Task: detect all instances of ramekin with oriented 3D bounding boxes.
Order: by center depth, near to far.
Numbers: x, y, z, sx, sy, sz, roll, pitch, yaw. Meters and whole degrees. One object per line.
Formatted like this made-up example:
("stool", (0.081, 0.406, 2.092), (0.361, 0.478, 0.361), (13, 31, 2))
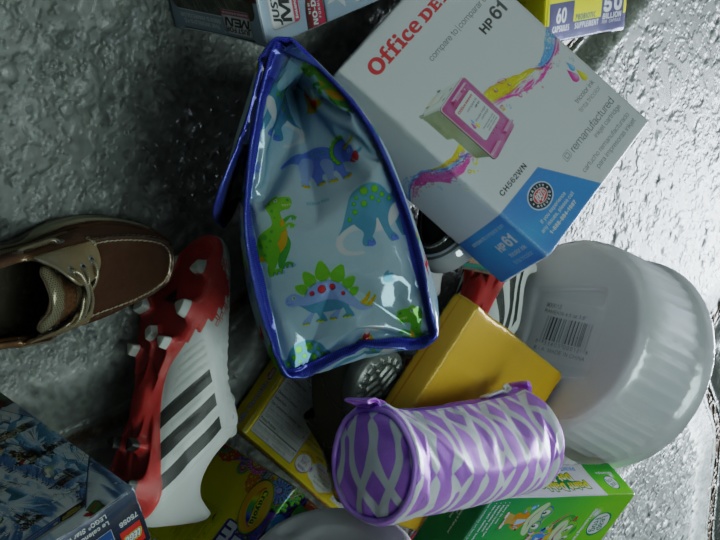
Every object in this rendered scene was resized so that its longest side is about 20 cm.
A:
("ramekin", (0.208, 0.070, 1.036), (0.097, 0.200, 0.201), (25, 87, -38))

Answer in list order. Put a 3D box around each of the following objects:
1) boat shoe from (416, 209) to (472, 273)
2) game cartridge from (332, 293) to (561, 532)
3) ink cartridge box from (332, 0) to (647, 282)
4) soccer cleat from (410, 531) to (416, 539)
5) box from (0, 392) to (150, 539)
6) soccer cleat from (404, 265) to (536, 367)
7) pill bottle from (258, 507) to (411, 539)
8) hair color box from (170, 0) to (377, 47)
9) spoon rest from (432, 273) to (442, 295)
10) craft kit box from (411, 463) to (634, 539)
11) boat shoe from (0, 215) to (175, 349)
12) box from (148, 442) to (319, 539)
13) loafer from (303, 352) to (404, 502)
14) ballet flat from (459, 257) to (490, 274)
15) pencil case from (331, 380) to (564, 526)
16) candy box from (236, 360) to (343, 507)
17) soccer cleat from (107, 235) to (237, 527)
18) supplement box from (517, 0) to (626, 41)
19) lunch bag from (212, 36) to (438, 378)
("boat shoe", (0.078, -0.090, 0.917), (0.057, 0.068, 0.201), (45, 51, -36))
("game cartridge", (0.073, 0.124, 0.908), (0.177, 0.032, 0.200), (-56, 145, -2))
("ink cartridge box", (0.086, -0.115, 0.844), (0.200, 0.085, 0.145), (40, 69, -3))
("soccer cleat", (0.044, 0.307, 1.065), (0.200, 0.067, 0.077), (-43, 161, -32))
("box", (-0.225, 0.130, 0.616), (0.137, 0.199, 0.040), (-32, 125, -32))
("soccer cleat", (0.099, 0.054, 0.996), (0.085, 0.068, 0.201), (44, 65, -47))
("pill bottle", (-0.015, 0.273, 0.767), (0.113, 0.113, 0.201), (-22, 121, -38))
("hair color box", (-0.023, -0.214, 0.762), (0.200, 0.099, 0.061), (-32, 126, -33))
("spoon rest", (0.000, 0.000, 0.895), (0.199, 0.060, 0.100), (0, 105, -46))
("craft kit box", (0.114, 0.251, 0.976), (0.197, 0.049, 0.201), (6, 121, -44))
("boat shoe", (-0.194, 0.014, 0.697), (0.199, 0.072, 0.076), (-16, 116, -41))
("box", (-0.099, 0.262, 0.851), (0.200, 0.122, 0.193), (-53, 136, -16))
("loafer", (-0.001, 0.121, 0.897), (0.075, 0.070, 0.201), (-34, 141, -31))
("ballet flat", (0.134, -0.076, 0.970), (0.068, 0.067, 0.201), (83, 32, -61))
("pencil case", (0.067, 0.125, 0.804), (0.199, 0.084, 0.086), (0, 90, -51))
("candy box", (-0.022, 0.135, 0.948), (0.102, 0.026, 0.200), (-57, 136, -18))
("soccer cleat", (-0.117, 0.077, 0.784), (0.085, 0.068, 0.201), (23, 75, -42))
("supplement box", (0.139, -0.287, 0.890), (0.109, 0.109, 0.201), (-19, 118, -39))
("lunch bag", (-0.030, -0.040, 0.742), (0.127, 0.170, 0.201), (-12, 91, -4))
